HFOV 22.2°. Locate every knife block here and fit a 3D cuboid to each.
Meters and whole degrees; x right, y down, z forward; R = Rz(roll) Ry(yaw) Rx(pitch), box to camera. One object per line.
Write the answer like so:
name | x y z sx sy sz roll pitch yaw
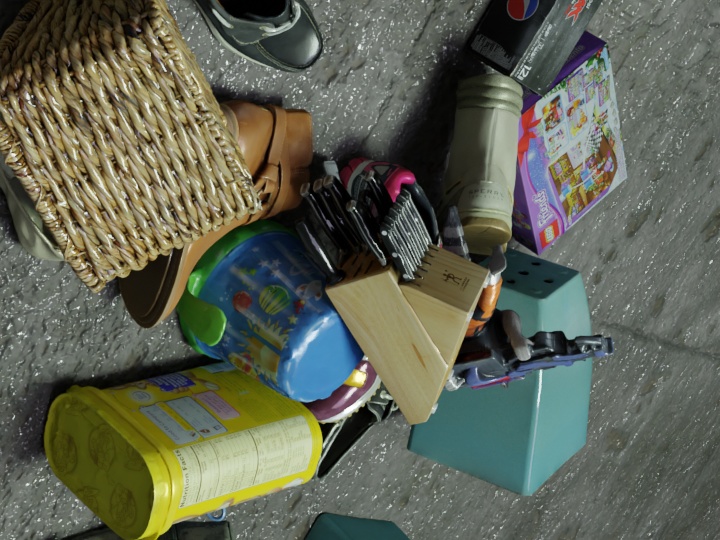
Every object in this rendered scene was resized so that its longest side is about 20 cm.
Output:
knife block | 0.011 0.017 1.555 0.064 0.175 0.200 -58 170 -47

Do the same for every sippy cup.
sippy cup | -0.068 0.044 1.605 0.178 0.130 0.140 -32 139 -26

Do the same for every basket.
basket | -0.184 -0.115 1.345 0.149 0.143 0.200 -26 129 2

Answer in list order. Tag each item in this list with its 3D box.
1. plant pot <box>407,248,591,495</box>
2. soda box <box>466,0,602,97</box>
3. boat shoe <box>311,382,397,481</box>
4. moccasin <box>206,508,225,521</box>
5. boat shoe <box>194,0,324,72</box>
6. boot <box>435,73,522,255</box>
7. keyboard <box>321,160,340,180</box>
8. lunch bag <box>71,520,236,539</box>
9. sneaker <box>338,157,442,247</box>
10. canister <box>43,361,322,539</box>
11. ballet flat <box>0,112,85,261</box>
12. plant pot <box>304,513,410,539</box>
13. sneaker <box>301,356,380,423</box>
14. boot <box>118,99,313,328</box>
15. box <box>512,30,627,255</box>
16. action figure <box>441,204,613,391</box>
plant pot | 0.150 0.091 1.855 0.141 0.141 0.200 -31 133 -53
soda box | 0.184 -0.266 1.687 0.071 0.063 0.200 21 103 -54
boat shoe | 0.007 0.124 1.810 0.200 0.064 0.071 -49 144 -8
moccasin | -0.122 0.178 1.705 0.200 0.068 0.081 -27 138 -28
boat shoe | -0.081 -0.205 1.441 0.072 0.068 0.200 -53 146 -3
boot | 0.110 -0.097 1.724 0.200 0.072 0.155 126 -30 -82
keyboard | 0.000 0.000 1.612 0.011 0.200 0.056 -17 -179 4
lunch bag | -0.203 0.335 1.691 0.167 0.139 0.200 4 122 -9
sneaker | 0.046 -0.013 1.674 0.081 0.075 0.200 -49 124 -27
canister | -0.149 0.149 1.588 0.200 0.148 0.087 -11 127 -45
ballet flat | -0.240 -0.076 1.369 0.069 0.069 0.200 -39 142 -19
plant pot | 0.028 0.375 1.926 0.141 0.200 0.142 18 106 -53
sneaker | 0.000 0.053 1.748 0.200 0.075 0.090 -49 136 -17
boot | -0.114 -0.047 1.531 0.155 0.074 0.200 -11 129 -48
box | 0.199 -0.126 1.840 0.137 0.039 0.200 -40 142 -19
action figure | 0.121 0.037 1.638 0.199 0.105 0.194 -8 141 14
